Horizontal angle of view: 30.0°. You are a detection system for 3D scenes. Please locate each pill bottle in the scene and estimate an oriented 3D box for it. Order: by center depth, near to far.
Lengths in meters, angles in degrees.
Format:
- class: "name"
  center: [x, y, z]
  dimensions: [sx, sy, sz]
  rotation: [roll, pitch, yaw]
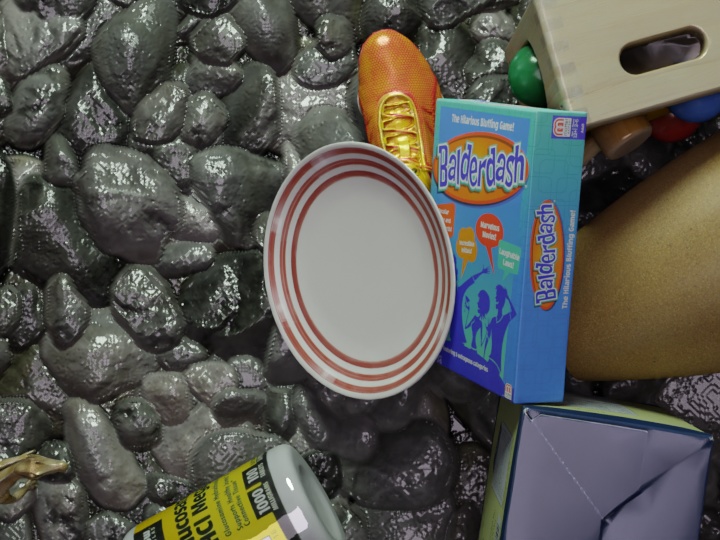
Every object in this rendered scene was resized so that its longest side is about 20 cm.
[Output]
- class: "pill bottle"
  center: [-0.117, 0.232, 1.061]
  dimensions: [0.199, 0.112, 0.113]
  rotation: [-30, 89, 2]

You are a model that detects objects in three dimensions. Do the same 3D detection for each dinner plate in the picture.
- class: "dinner plate"
  center: [0.000, 0.000, 1.052]
  dimensions: [0.199, 0.024, 0.202]
  rotation: [8, 103, 39]

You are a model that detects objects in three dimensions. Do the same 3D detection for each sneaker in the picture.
- class: "sneaker"
  center: [0.041, -0.095, 1.068]
  dimensions: [0.072, 0.077, 0.202]
  rotation: [-12, 89, 2]

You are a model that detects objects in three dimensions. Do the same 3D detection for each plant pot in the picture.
- class: "plant pot"
  center: [0.241, 0.007, 1.022]
  dimensions: [0.199, 0.186, 0.188]
  rotation: [-24, 89, 17]

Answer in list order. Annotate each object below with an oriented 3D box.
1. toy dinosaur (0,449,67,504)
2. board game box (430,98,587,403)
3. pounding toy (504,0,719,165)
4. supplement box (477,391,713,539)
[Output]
- class: "toy dinosaur"
  center: [-0.320, 0.195, 1.076]
  dimensions: [0.200, 0.101, 0.058]
  rotation: [-39, 89, 2]
- class: "board game box"
  center: [0.099, -0.020, 0.976]
  dimensions: [0.045, 0.152, 0.202]
  rotation: [0, 99, -23]
- class: "pounding toy"
  center: [0.189, -0.131, 1.020]
  dimensions: [0.198, 0.184, 0.143]
  rotation: [-16, 85, -3]
- class: "supplement box"
  center: [0.162, 0.197, 1.002]
  dimensions: [0.133, 0.200, 0.202]
  rotation: [9, 91, 2]
